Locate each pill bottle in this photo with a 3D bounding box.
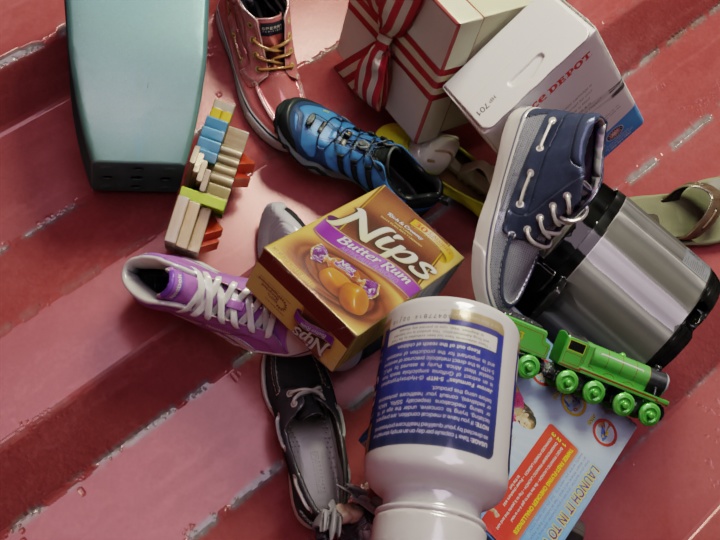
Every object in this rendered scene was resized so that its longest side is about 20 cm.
[{"bbox_3d":[0.065,0.135,0.795,0.118,0.120,0.202,15,61,-10],"label":"pill bottle"}]

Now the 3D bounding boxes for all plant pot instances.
[{"bbox_3d":[-0.226,-0.187,0.977,0.140,0.141,0.202,0,78,-15],"label":"plant pot"}]

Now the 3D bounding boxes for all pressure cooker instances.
[{"bbox_3d":[0.245,0.008,1.008,0.200,0.176,0.179,40,83,3],"label":"pressure cooker"}]

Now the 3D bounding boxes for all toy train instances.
[{"bbox_3d":[0.202,0.089,0.908,0.198,0.042,0.057,21,93,-11],"label":"toy train"}]

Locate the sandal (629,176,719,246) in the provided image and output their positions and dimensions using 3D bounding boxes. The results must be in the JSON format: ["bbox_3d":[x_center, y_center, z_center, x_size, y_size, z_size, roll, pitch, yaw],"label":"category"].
[{"bbox_3d":[0.385,-0.067,1.144,0.199,0.057,0.081,-13,75,-20],"label":"sandal"}]

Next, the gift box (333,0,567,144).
[{"bbox_3d":[0.076,-0.268,1.055,0.186,0.186,0.200,-23,56,-31],"label":"gift box"}]

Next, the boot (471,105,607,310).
[{"bbox_3d":[0.166,-0.052,0.898,0.072,0.090,0.202,10,91,-48],"label":"boot"}]

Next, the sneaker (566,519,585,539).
[{"bbox_3d":[0.124,0.270,0.938,0.198,0.075,0.107,19,64,-10],"label":"sneaker"}]

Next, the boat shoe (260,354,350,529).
[{"bbox_3d":[-0.051,0.147,0.941,0.073,0.060,0.202,-4,72,-15],"label":"boat shoe"}]

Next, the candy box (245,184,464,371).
[{"bbox_3d":[0.000,0.000,0.919,0.117,0.057,0.200,43,37,12],"label":"candy box"}]

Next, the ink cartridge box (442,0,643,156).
[{"bbox_3d":[0.197,-0.173,1.023,0.146,0.200,0.086,-42,55,9],"label":"ink cartridge box"}]

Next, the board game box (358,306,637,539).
[{"bbox_3d":[0.133,0.153,0.917,0.196,0.056,0.200,44,58,2],"label":"board game box"}]

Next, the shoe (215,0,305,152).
[{"bbox_3d":[-0.101,-0.232,1.048,0.071,0.091,0.202,-18,76,-21],"label":"shoe"}]

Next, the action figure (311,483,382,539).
[{"bbox_3d":[-0.023,0.274,0.875,0.200,0.069,0.130,-45,118,-6],"label":"action figure"}]

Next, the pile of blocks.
[{"bbox_3d":[-0.141,-0.097,0.982,0.062,0.082,0.202,17,57,-8],"label":"pile of blocks"}]

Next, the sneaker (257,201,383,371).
[{"bbox_3d":[-0.024,0.010,0.997,0.113,0.076,0.201,-8,55,-39],"label":"sneaker"}]

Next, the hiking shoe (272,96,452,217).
[{"bbox_3d":[0.003,-0.126,1.023,0.199,0.087,0.075,32,63,-18],"label":"hiking shoe"}]

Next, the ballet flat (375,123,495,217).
[{"bbox_3d":[0.109,-0.113,1.077,0.199,0.067,0.067,33,67,-2],"label":"ballet flat"}]

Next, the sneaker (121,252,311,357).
[{"bbox_3d":[-0.129,0.032,0.899,0.198,0.114,0.073,14,88,15],"label":"sneaker"}]
